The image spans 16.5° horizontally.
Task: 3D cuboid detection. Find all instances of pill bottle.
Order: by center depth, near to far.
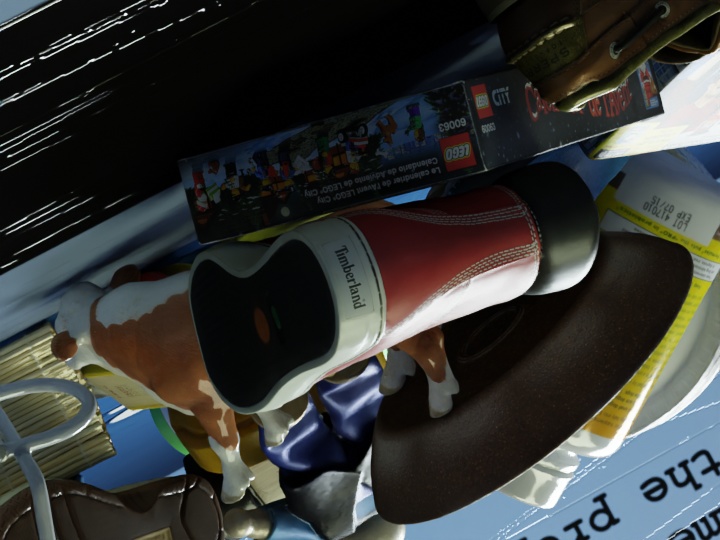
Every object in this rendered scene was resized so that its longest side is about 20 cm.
[{"bbox_3d":[0.120,0.026,1.366,0.201,0.109,0.109,-62,169,8],"label":"pill bottle"}]

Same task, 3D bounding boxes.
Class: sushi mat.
[{"bbox_3d":[-0.228,0.107,1.285,0.199,0.096,0.012,-28,-144,-4],"label":"sushi mat"}]

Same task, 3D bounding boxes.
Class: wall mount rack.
[{"bbox_3d":[-0.223,0.101,1.171,0.199,0.075,0.174,-14,-156,-17],"label":"wall mount rack"}]

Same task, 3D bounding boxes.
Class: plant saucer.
[{"bbox_3d":[0.074,0.042,1.223,0.200,0.037,0.201,-39,-165,12],"label":"plant saucer"}]

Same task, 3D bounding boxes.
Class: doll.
[{"bbox_3d":[-0.015,0.101,1.327,0.136,0.049,0.200,-36,148,-8],"label":"doll"}]

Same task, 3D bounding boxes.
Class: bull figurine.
[{"bbox_3d":[-0.050,0.035,1.179,0.199,0.122,0.065,-21,-153,22],"label":"bull figurine"}]

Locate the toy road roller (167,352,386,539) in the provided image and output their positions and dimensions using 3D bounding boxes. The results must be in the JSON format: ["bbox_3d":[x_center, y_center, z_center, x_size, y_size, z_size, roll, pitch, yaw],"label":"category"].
[{"bbox_3d":[-0.066,0.040,1.427,0.122,0.146,0.200,-29,-148,6],"label":"toy road roller"}]

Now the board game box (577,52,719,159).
[{"bbox_3d":[0.217,-0.142,1.210,0.199,0.062,0.200,-10,153,-48],"label":"board game box"}]

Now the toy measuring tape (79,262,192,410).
[{"bbox_3d":[-0.118,0.035,1.316,0.073,0.074,0.199,-24,-170,-40],"label":"toy measuring tape"}]

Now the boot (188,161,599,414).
[{"bbox_3d":[0.016,0.003,1.031,0.144,0.073,0.200,-17,179,-24],"label":"boot"}]

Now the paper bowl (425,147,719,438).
[{"bbox_3d":[0.124,0.005,1.476,0.200,0.201,0.104,-30,173,14],"label":"paper bowl"}]

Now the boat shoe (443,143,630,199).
[{"bbox_3d":[0.078,-0.050,1.247,0.200,0.068,0.085,-36,143,-55],"label":"boat shoe"}]

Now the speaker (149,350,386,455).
[{"bbox_3d":[-0.054,0.055,1.674,0.200,0.089,0.088,-32,174,37],"label":"speaker"}]

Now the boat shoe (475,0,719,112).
[{"bbox_3d":[0.131,-0.117,1.032,0.199,0.068,0.072,-26,174,-34],"label":"boat shoe"}]

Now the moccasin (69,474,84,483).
[{"bbox_3d":[-0.251,0.134,1.359,0.199,0.069,0.081,-17,164,-16],"label":"moccasin"}]

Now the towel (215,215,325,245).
[{"bbox_3d":[0.014,-0.059,1.295,0.200,0.018,0.086,-24,170,-43],"label":"towel"}]

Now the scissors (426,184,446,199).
[{"bbox_3d":[0.000,0.000,1.331,0.200,0.014,0.073,-45,170,-28],"label":"scissors"}]

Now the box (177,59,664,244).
[{"bbox_3d":[0.031,-0.057,1.068,0.136,0.038,0.200,-13,-177,29],"label":"box"}]

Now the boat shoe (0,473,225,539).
[{"bbox_3d":[-0.153,0.149,1.296,0.075,0.075,0.202,-14,170,29],"label":"boat shoe"}]
